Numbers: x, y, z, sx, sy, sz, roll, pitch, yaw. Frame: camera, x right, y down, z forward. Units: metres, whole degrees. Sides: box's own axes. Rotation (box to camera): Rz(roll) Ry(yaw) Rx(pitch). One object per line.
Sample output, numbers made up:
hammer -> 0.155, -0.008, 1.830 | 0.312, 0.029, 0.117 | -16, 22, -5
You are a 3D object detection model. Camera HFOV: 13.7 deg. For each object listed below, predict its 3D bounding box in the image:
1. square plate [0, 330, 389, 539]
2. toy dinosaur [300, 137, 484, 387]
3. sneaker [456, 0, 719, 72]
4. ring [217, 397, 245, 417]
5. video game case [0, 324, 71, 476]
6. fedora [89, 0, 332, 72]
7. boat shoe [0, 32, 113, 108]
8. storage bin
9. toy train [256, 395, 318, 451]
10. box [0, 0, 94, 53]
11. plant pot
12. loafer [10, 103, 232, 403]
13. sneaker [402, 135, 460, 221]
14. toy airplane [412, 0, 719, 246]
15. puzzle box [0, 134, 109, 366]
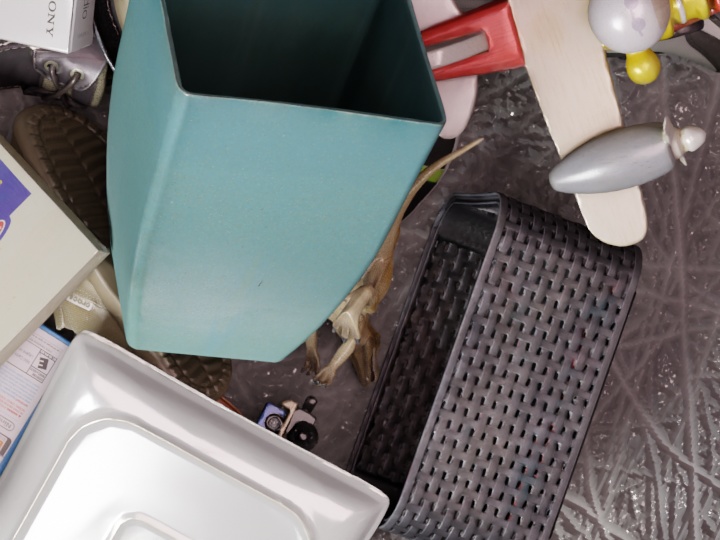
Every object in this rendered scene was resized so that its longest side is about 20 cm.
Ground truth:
square plate -> -0.116, 0.163, 1.665 | 0.198, 0.028, 0.200 | 29, 106, -4
toy dinosaur -> 0.000, 0.000, 1.694 | 0.058, 0.200, 0.101 | 33, 47, 12
sneaker -> 0.128, -0.148, 1.775 | 0.199, 0.074, 0.080 | 16, 97, -8
ring -> -0.138, 0.153, 1.736 | 0.200, 0.019, 0.201 | 0, 91, -15
video game case -> -0.270, 0.091, 1.693 | 0.143, 0.018, 0.200 | 33, 83, -5
fedora -> -0.052, -0.168, 1.663 | 0.200, 0.091, 0.201 | 5, 81, -36
boat shoe -> -0.158, -0.124, 1.694 | 0.199, 0.072, 0.065 | -15, 75, -19
storage bin -> 0.074, 0.064, 1.726 | 0.094, 0.135, 0.201 | 20, 86, -14
toy train -> -0.082, 0.156, 1.725 | 0.046, 0.034, 0.200 | 29, 85, 0
box -> -0.233, -0.207, 1.621 | 0.199, 0.036, 0.145 | 12, 108, 14
plant pot -> -0.063, -0.056, 1.586 | 0.141, 0.142, 0.200 | 6, 132, -19
loafer -> -0.149, 0.000, 1.694 | 0.076, 0.067, 0.200 | -14, 72, -51
sneaker -> -0.008, -0.035, 1.731 | 0.072, 0.083, 0.200 | 44, 81, -12
toy airplane -> 0.118, -0.141, 1.651 | 0.200, 0.141, 0.200 | 30, 86, -17
puzzle box -> -0.250, 0.013, 1.650 | 0.200, 0.025, 0.133 | -44, 78, 6
